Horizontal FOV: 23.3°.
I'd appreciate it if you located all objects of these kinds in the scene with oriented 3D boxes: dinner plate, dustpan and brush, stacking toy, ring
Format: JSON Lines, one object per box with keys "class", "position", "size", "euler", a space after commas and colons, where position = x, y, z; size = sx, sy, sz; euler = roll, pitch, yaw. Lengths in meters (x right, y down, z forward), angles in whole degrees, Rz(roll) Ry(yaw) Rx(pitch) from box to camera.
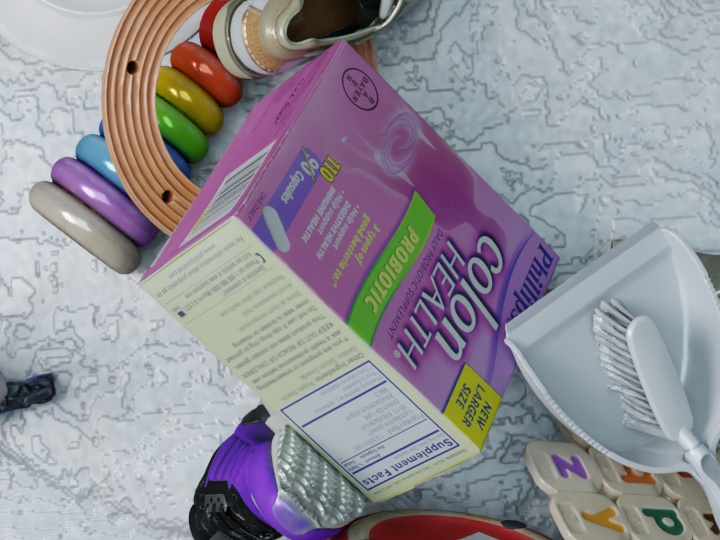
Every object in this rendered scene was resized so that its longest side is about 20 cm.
{"class": "dinner plate", "position": [-0.177, -0.235, 1.166], "size": [0.199, 0.024, 0.202], "euler": [0, 87, 3]}
{"class": "dustpan and brush", "position": [0.186, 0.089, 1.042], "size": [0.139, 0.057, 0.201], "euler": [-33, 107, -24]}
{"class": "stacking toy", "position": [-0.125, -0.099, 1.133], "size": [0.085, 0.085, 0.200], "euler": [36, 84, 4]}
{"class": "ring", "position": [-0.075, -0.109, 1.107], "size": [0.199, 0.019, 0.202], "euler": [-5, 99, -33]}

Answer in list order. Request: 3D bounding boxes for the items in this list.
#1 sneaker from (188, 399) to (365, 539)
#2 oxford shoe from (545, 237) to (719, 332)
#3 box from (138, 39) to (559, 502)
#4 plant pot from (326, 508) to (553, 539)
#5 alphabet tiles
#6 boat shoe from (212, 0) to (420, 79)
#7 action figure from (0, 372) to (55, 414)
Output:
{"class": "sneaker", "position": [-0.059, 0.141, 1.059], "size": [0.070, 0.200, 0.100], "euler": [44, 93, -10]}
{"class": "oxford shoe", "position": [0.194, 0.006, 1.116], "size": [0.199, 0.071, 0.074], "euler": [-22, 84, 1]}
{"class": "box", "position": [0.000, 0.000, 1.037], "size": [0.200, 0.176, 0.097], "euler": [45, 134, -16]}
{"class": "plant pot", "position": [0.045, 0.247, 1.030], "size": [0.199, 0.200, 0.184], "euler": [6, 99, 3]}
{"class": "alphabet tiles", "position": [0.194, 0.157, 1.057], "size": [0.195, 0.200, 0.015], "euler": [6, 131, -32]}
{"class": "boat shoe", "position": [0.002, -0.179, 1.095], "size": [0.200, 0.068, 0.075], "euler": [-40, 113, -30]}
{"class": "action figure", "position": [-0.282, 0.057, 1.088], "size": [0.199, 0.193, 0.105], "euler": [-11, 93, -30]}
